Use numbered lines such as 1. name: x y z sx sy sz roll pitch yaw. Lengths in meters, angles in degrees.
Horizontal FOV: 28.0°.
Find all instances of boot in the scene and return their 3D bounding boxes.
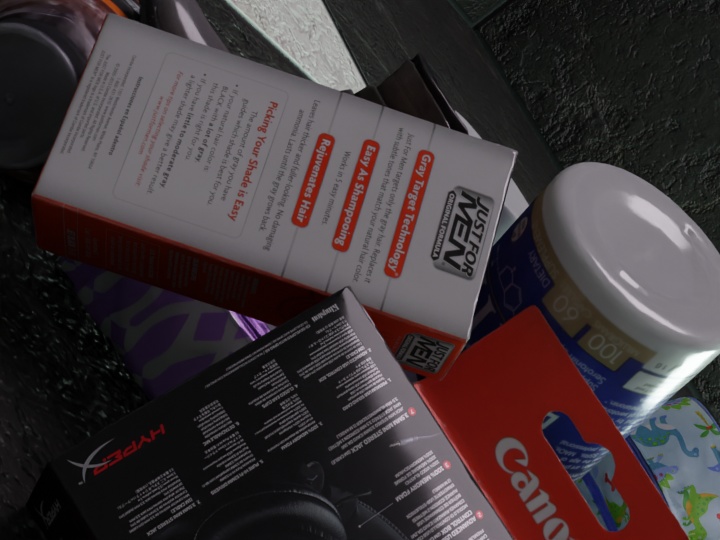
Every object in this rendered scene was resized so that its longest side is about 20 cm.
1. boot: -0.020 -0.082 0.758 0.201 0.131 0.070 60 12 -14

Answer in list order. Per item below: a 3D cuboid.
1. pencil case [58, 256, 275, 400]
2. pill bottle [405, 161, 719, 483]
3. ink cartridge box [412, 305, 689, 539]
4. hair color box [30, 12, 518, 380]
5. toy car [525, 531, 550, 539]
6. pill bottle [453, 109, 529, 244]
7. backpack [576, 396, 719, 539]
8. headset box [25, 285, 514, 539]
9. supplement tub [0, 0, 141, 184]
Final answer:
1. pencil case: -0.070 0.047 0.748 0.201 0.085 0.084 52 46 -3
2. pill bottle: 0.092 0.051 0.766 0.119 0.200 0.120 24 38 -20
3. ink cartridge box: 0.036 0.134 0.660 0.163 0.199 0.057 57 11 14
4. hair color box: -0.038 -0.032 0.660 0.198 0.102 0.061 19 -24 -1
5. toy car: 0.101 0.220 0.787 0.184 0.177 0.200 40 4 -9
6. pill bottle: 0.000 0.000 0.851 0.116 0.199 0.116 50 14 -18
7. backpack: 0.196 0.203 1.033 0.184 0.145 0.201 -113 -157 -45
8. headset box: -0.017 0.132 0.580 0.201 0.148 0.077 56 -28 7
9. supplement tub: -0.154 -0.105 0.783 0.107 0.107 0.200 52 15 -7
